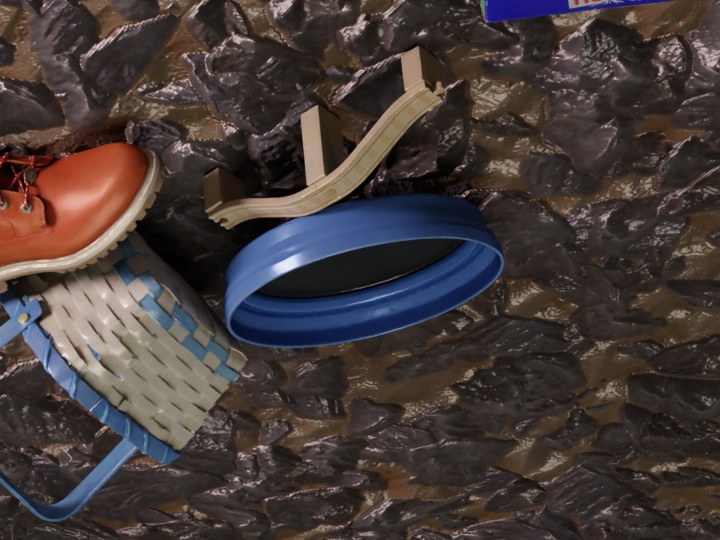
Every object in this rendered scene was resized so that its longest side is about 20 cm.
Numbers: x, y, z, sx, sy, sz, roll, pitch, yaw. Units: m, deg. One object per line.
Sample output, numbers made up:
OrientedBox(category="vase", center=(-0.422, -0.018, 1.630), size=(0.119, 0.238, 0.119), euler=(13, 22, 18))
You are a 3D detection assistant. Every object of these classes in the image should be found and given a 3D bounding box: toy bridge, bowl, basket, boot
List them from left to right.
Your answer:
OrientedBox(category="boot", center=(-0.231, -0.048, 1.575), size=(0.200, 0.075, 0.107), euler=(-21, 136, 22))
OrientedBox(category="basket", center=(-0.195, 0.078, 1.672), size=(0.200, 0.139, 0.176), euler=(-43, 137, -2))
OrientedBox(category="toy bridge", center=(-0.023, -0.077, 1.565), size=(0.200, 0.067, 0.027), euler=(-29, 137, 29))
OrientedBox(category="bowl", center=(0.000, 0.000, 1.650), size=(0.200, 0.039, 0.201), euler=(-12, 161, -4))

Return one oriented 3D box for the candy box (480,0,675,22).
OrientedBox(category="candy box", center=(0.145, -0.243, 1.358), size=(0.169, 0.077, 0.200), euler=(-7, 142, 0))
